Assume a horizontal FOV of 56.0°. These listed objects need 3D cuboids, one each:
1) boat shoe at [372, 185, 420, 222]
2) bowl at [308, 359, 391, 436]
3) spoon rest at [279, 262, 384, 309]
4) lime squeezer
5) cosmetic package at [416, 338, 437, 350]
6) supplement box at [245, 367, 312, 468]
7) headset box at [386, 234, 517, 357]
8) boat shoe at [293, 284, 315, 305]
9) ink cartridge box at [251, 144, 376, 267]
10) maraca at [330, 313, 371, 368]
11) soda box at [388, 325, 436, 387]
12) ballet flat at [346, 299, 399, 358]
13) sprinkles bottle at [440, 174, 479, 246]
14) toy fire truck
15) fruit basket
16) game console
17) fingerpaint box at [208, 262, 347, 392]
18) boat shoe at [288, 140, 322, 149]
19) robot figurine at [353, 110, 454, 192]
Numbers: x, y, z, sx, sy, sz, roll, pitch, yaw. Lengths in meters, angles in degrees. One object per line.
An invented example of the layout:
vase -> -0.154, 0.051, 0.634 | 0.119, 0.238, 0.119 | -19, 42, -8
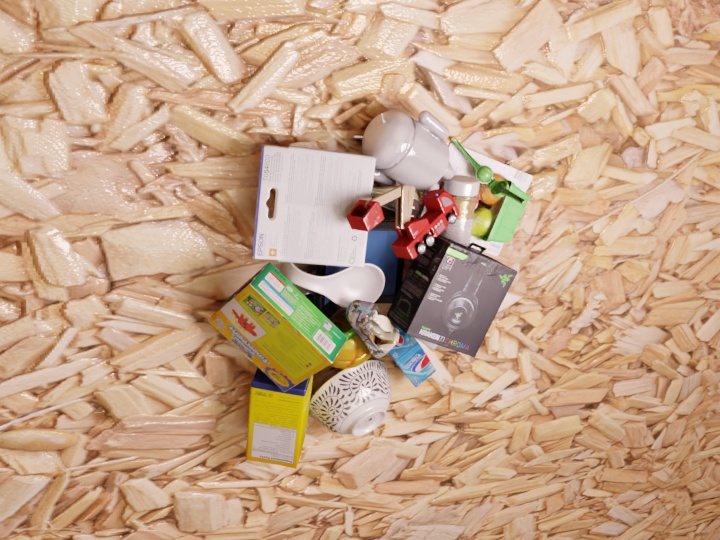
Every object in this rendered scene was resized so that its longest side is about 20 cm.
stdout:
boat shoe -> 0.012, -0.117, 1.254 | 0.201, 0.066, 0.072 | -1, 156, -3
bowl -> -0.004, 0.294, 1.462 | 0.201, 0.094, 0.201 | -25, 145, -19
spoon rest -> -0.046, 0.021, 1.235 | 0.200, 0.061, 0.099 | 12, 113, -24
lime squeezer -> 0.249, -0.179, 1.319 | 0.038, 0.200, 0.071 | -49, 153, 16
cosmetic package -> 0.179, 0.059, 1.460 | 0.200, 0.101, 0.071 | -49, 128, 5
supplement box -> -0.163, 0.285, 1.380 | 0.109, 0.110, 0.200 | 10, 116, 2
headset box -> 0.176, 0.039, 1.285 | 0.174, 0.093, 0.200 | 22, 99, -29
boat shoe -> -0.110, 0.113, 1.359 | 0.072, 0.069, 0.200 | -6, 119, -25
ink cartridge box -> -0.082, -0.110, 1.172 | 0.200, 0.041, 0.200 | 5, 98, -14
maraca -> -0.030, 0.143, 1.365 | 0.137, 0.107, 0.200 | -40, 168, 11
soda box -> 0.105, 0.185, 1.470 | 0.064, 0.068, 0.200 | -39, 150, -2
ballet flat -> 0.036, 0.119, 1.291 | 0.072, 0.072, 0.200 | -39, 145, -3
sprinkles bottle -> 0.186, -0.084, 1.333 | 0.068, 0.068, 0.200 | -5, 113, -25
toy fire truck -> 0.081, -0.100, 1.196 | 0.200, 0.049, 0.141 | -43, 121, -25
fruit basket -> 0.235, -0.143, 1.397 | 0.200, 0.094, 0.185 | 19, 101, -12
game console -> 0.000, 0.000, 1.316 | 0.171, 0.118, 0.200 | -43, 142, -54
fingerpaint box -> -0.151, 0.106, 1.232 | 0.200, 0.073, 0.167 | 45, 134, -9
boat shoe -> -0.112, -0.134, 1.222 | 0.069, 0.071, 0.200 | -3, 109, -23
robot figurine -> 0.083, -0.218, 1.245 | 0.200, 0.113, 0.170 | 27, 121, -36
